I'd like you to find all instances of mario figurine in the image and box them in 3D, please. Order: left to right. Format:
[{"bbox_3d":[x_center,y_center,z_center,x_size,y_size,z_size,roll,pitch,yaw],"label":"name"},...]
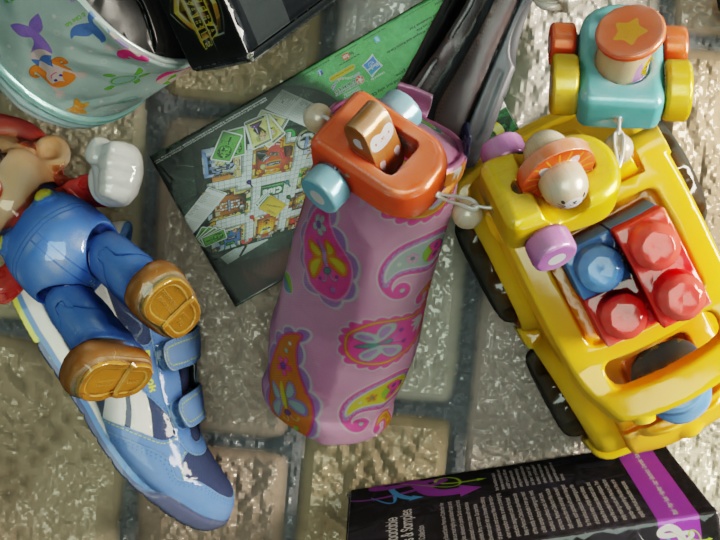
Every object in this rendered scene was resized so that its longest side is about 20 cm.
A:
[{"bbox_3d":[-0.180,-0.021,0.738,0.123,0.106,0.200,-32,53,-26],"label":"mario figurine"}]

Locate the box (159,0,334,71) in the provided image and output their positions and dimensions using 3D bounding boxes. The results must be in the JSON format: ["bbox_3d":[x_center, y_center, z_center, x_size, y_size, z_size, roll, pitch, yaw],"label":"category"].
[{"bbox_3d":[-0.064,-0.225,0.707,0.046,0.159,0.201,-4,119,41],"label":"box"}]

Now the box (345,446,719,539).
[{"bbox_3d":[0.090,0.145,0.791,0.199,0.143,0.036,-8,98,2],"label":"box"}]

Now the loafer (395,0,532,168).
[{"bbox_3d":[0.067,-0.160,0.775,0.063,0.072,0.201,18,92,-5],"label":"loafer"}]

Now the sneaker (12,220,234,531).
[{"bbox_3d":[-0.124,0.061,0.820,0.082,0.074,0.200,-32,96,2],"label":"sneaker"}]

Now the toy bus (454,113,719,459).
[{"bbox_3d":[0.148,0.017,0.749,0.135,0.192,0.201,-28,101,2],"label":"toy bus"}]

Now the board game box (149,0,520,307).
[{"bbox_3d":[-0.013,-0.072,0.827,0.199,0.023,0.105,-28,94,4],"label":"board game box"}]

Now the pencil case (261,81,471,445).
[{"bbox_3d":[0.000,0.000,0.772,0.087,0.088,0.201,13,122,-1],"label":"pencil case"}]

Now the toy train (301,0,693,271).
[{"bbox_3d":[0.072,-0.087,0.671,0.150,0.056,0.200,39,69,20],"label":"toy train"}]

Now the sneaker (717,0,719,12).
[{"bbox_3d":[0.303,-0.156,0.798,0.199,0.074,0.081,8,78,0],"label":"sneaker"}]

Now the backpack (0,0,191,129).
[{"bbox_3d":[-0.166,-0.175,0.743,0.150,0.178,0.200,-34,101,27],"label":"backpack"}]
